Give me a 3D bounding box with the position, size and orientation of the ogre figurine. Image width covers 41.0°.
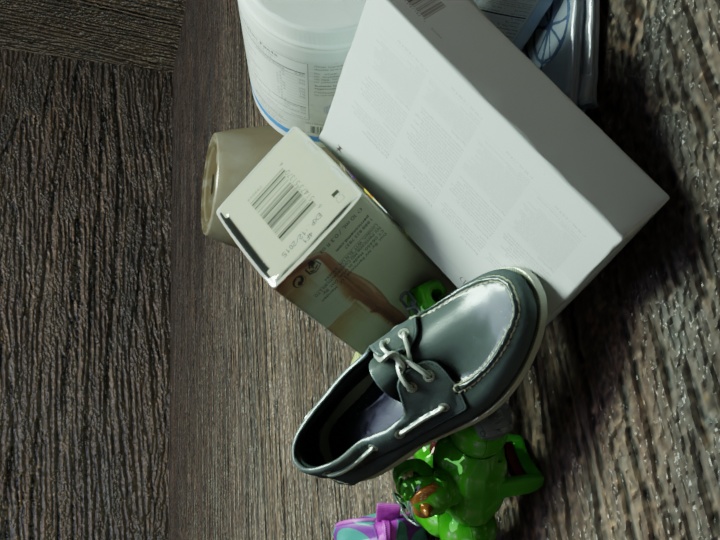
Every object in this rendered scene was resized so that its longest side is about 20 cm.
[{"bbox_3d":[0.062,0.118,0.672,0.120,0.097,0.202,50,127,51],"label":"ogre figurine"}]

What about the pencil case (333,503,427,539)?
[{"bbox_3d":[0.024,0.301,0.786,0.093,0.084,0.202,93,173,-63],"label":"pencil case"}]

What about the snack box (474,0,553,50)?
[{"bbox_3d":[0.093,-0.245,0.673,0.200,0.067,0.170,119,155,-56],"label":"snack box"}]

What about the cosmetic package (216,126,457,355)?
[{"bbox_3d":[0.000,0.000,0.705,0.087,0.200,0.103,-46,46,3],"label":"cosmetic package"}]

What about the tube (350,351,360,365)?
[{"bbox_3d":[0.036,0.032,0.884,0.058,0.052,0.201,34,122,23],"label":"tube"}]

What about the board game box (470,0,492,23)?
[{"bbox_3d":[0.057,-0.097,0.675,0.127,0.035,0.200,51,156,3],"label":"board game box"}]

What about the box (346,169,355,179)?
[{"bbox_3d":[-0.046,-0.190,0.978,0.137,0.039,0.200,55,-175,-31],"label":"box"}]

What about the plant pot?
[{"bbox_3d":[-0.091,-0.092,1.116,0.200,0.172,0.202,-174,90,-74],"label":"plant pot"}]

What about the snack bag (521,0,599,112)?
[{"bbox_3d":[0.117,-0.106,0.696,0.188,0.021,0.202,175,100,-73],"label":"snack bag"}]

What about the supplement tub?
[{"bbox_3d":[-0.028,-0.192,0.751,0.200,0.130,0.133,99,171,-73],"label":"supplement tub"}]

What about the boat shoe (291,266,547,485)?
[{"bbox_3d":[0.031,0.070,0.590,0.200,0.061,0.073,-44,59,30],"label":"boat shoe"}]

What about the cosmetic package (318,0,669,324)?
[{"bbox_3d":[0.069,-0.065,0.589,0.200,0.052,0.151,48,149,11],"label":"cosmetic package"}]

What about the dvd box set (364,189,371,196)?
[{"bbox_3d":[0.033,-0.138,0.960,0.147,0.029,0.201,116,152,-50],"label":"dvd box set"}]
